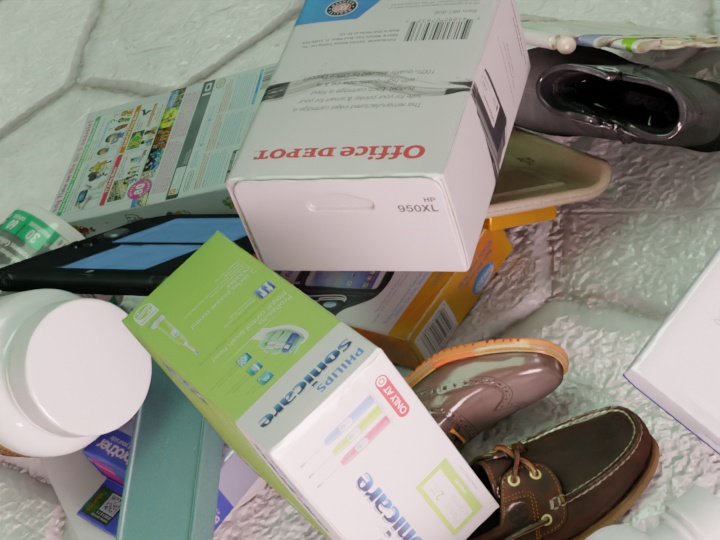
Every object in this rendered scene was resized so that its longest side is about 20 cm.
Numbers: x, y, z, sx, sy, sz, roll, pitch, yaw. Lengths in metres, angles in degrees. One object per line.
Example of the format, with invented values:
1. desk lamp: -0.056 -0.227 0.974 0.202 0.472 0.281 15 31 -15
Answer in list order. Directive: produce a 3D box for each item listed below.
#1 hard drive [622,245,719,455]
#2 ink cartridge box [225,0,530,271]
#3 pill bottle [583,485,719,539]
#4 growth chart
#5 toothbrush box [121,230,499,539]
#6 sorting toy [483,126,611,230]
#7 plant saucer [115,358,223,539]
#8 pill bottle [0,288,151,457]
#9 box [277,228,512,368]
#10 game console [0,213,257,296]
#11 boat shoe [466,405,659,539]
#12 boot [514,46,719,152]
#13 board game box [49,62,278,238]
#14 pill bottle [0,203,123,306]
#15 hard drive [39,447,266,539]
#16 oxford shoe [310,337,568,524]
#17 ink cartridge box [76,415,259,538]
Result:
1. hard drive: 0.261 0.025 1.005 0.132 0.025 0.200 38 73 5
2. ink cartridge box: 0.016 -0.096 1.123 0.144 0.084 0.200 0 45 22
3. pill bottle: 0.123 0.205 0.911 0.200 0.109 0.109 -36 38 -5
4. growth chart: 0.179 -0.169 1.255 0.199 0.018 0.145 -4 16 -35
5. toothbrush box: -0.033 0.082 1.016 0.086 0.146 0.200 -43 35 -9
6. sorting toy: 0.050 -0.055 1.231 0.199 0.037 0.185 -15 20 -20
7. plant saucer: -0.124 0.123 1.140 0.070 0.019 0.201 -15 44 18
8. pill bottle: -0.226 0.071 1.200 0.200 0.114 0.115 -10 39 57
9. box: 0.000 0.000 1.272 0.200 0.042 0.119 11 56 45
10. game console: -0.136 -0.013 1.252 0.199 0.031 0.177 0 11 38
11. boat shoe: 0.086 0.141 1.038 0.200 0.070 0.070 -35 35 -5
12. boot: 0.152 -0.125 1.205 0.199 0.131 0.070 8 95 34
13. board game box: -0.149 -0.083 1.443 0.199 0.064 0.148 -10 42 24
14. pill bottle: -0.288 0.054 1.351 0.113 0.113 0.200 20 61 45
15. hard drive: -0.160 0.129 1.253 0.132 0.026 0.200 -36 38 -4
16. oxford shoe: 0.047 0.106 1.112 0.199 0.071 0.073 -27 47 20
17. ink cartridge box: -0.105 0.101 1.192 0.119 0.042 0.200 21 65 42
